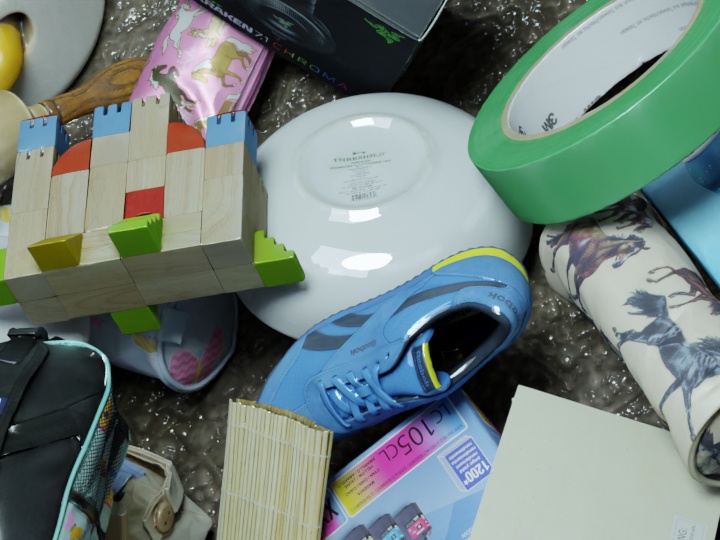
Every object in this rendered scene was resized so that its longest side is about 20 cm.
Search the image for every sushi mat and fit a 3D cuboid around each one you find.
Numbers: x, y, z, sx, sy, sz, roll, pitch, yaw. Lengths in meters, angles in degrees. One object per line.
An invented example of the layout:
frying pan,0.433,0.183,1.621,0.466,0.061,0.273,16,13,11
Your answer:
sushi mat,-0.059,0.181,1.492,0.096,0.012,0.200,12,98,51

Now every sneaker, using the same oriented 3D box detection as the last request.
sneaker,0.013,0.057,1.473,0.200,0.066,0.078,-32,17,21

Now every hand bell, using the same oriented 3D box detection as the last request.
hand bell,-0.209,-0.109,1.712,0.200,0.104,0.104,-26,45,-34

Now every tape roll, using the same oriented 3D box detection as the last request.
tape roll,0.157,-0.112,1.491,0.200,0.048,0.200,-35,21,16

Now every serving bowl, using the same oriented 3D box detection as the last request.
serving bowl,0.006,-0.045,1.565,0.200,0.066,0.200,-6,47,7

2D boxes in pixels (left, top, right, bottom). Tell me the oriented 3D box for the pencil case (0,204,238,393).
pencil case,-0.176,0.016,1.656,0.200,0.091,0.083,18,75,33

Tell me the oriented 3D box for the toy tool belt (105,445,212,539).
toy tool belt,-0.204,0.153,1.579,0.200,0.123,0.125,8,69,31

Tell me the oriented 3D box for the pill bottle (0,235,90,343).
pill bottle,-0.260,0.064,1.620,0.200,0.109,0.109,-41,43,51

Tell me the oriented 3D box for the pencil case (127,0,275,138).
pencil case,-0.098,-0.144,1.704,0.086,0.083,0.200,26,74,-9

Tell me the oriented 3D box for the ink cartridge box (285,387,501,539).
ink cartridge box,0.064,0.186,1.453,0.136,0.076,0.200,-39,55,5

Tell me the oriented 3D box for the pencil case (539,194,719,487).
pencil case,0.181,0.040,1.444,0.078,0.089,0.200,-36,48,2

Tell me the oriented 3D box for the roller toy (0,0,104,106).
roller toy,-0.292,-0.200,1.797,0.182,0.140,0.200,5,68,30

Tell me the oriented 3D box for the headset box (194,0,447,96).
headset box,-0.024,-0.203,1.582,0.174,0.200,0.093,32,78,-2

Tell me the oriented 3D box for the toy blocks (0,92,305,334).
toy blocks,-0.136,-0.047,1.538,0.200,0.100,0.137,-9,52,12

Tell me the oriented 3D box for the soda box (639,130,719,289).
soda box,0.231,-0.020,1.477,0.068,0.064,0.200,-38,55,5

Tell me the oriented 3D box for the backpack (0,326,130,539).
backpack,-0.230,0.146,1.409,0.176,0.153,0.200,6,49,8

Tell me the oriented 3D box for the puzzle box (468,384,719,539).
puzzle box,0.126,0.156,1.381,0.133,0.025,0.200,18,43,5
